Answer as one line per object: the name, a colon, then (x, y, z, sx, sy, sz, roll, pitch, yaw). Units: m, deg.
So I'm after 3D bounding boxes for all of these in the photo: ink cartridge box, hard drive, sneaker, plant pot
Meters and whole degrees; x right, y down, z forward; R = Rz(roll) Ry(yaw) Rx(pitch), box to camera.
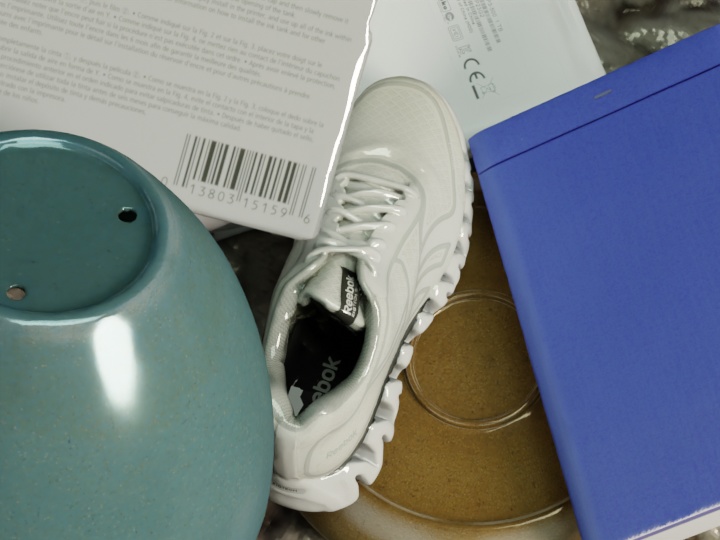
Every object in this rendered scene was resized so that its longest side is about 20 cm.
ink cartridge box: (-0.091, -0.120, 1.033, 0.199, 0.044, 0.175, 14, 98, -15)
hard drive: (0.131, 0.008, 1.093, 0.131, 0.025, 0.201, -23, 65, 19)
hard drive: (0.002, -0.105, 1.195, 0.199, 0.026, 0.133, -18, 77, -14)
sneaker: (0.000, 0.000, 1.102, 0.075, 0.081, 0.201, 11, 66, 11)
plant pot: (-0.123, 0.027, 0.961, 0.199, 0.135, 0.201, 6, 48, -7)
plant pot: (0.051, 0.042, 1.136, 0.199, 0.028, 0.201, -2, 66, 5)

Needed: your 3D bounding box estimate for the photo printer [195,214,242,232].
photo printer: (-0.129, -0.095, 1.120, 0.199, 0.069, 0.167, 1, 73, -8)
